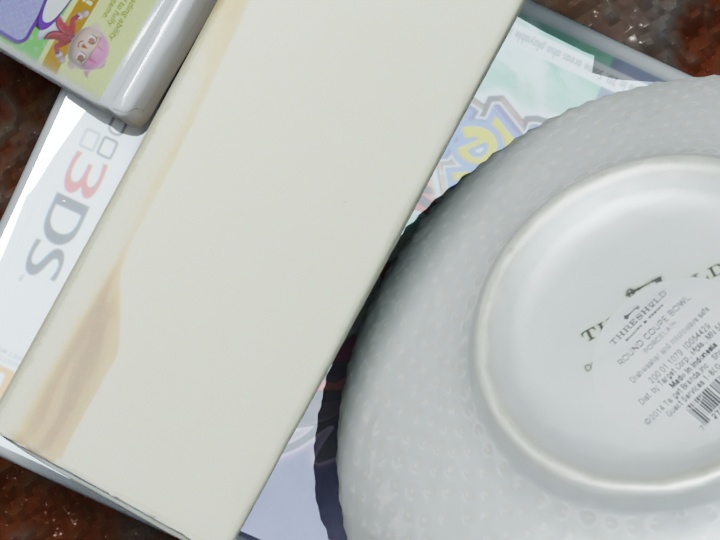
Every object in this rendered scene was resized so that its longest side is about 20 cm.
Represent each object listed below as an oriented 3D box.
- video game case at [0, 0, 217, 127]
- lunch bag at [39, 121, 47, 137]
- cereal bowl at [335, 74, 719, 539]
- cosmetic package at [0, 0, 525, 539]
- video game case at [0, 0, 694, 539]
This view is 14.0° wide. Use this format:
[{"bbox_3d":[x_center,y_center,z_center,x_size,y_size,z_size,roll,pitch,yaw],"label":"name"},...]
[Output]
[{"bbox_3d":[-0.086,-0.169,0.835,0.182,0.022,0.201,30,89,18],"label":"video game case"},{"bbox_3d":[0.009,-0.012,0.893,0.161,0.082,0.200,-39,91,-6],"label":"lunch bag"},{"bbox_3d":[0.084,0.030,0.745,0.199,0.083,0.201,-9,58,14],"label":"cereal bowl"},{"bbox_3d":[-0.019,-0.029,0.777,0.071,0.105,0.201,29,85,-1],"label":"cosmetic package"},{"bbox_3d":[0.000,0.000,0.839,0.199,0.023,0.183,25,86,-4],"label":"video game case"}]
